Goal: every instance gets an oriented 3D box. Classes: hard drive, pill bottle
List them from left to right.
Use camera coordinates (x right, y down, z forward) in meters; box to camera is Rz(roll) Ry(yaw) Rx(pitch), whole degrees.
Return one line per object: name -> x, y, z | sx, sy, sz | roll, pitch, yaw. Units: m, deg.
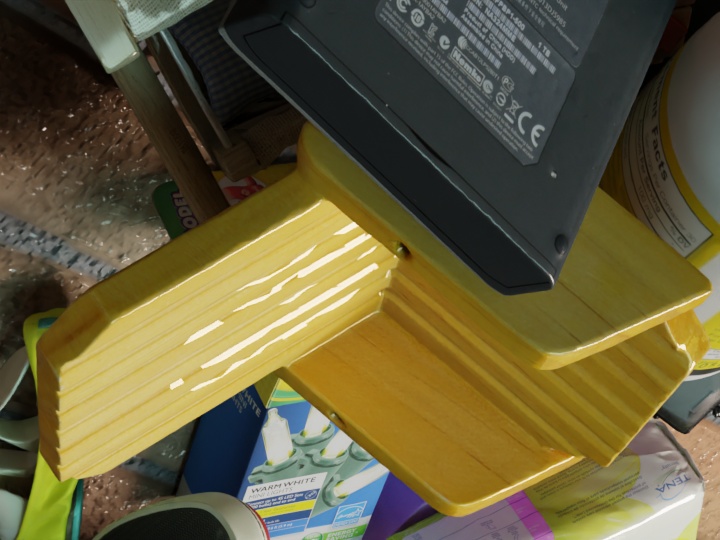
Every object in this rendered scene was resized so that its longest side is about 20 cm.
hard drive -> 0.050, -0.114, 0.626 | 0.139, 0.033, 0.201 | 41, 60, -28
pill bottle -> 0.154, -0.038, 0.723 | 0.111, 0.112, 0.200 | -16, 165, -23

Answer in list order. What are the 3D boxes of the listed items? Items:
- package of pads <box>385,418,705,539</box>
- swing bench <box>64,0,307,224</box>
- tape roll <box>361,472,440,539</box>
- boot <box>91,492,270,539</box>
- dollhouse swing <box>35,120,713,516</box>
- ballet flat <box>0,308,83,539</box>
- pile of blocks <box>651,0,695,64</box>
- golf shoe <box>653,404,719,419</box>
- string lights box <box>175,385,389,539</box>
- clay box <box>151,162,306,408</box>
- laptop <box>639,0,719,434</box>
package of pads -> 0.110, 0.184, 1.146 | 0.199, 0.068, 0.155 | -23, 144, -16
swing bench -> -0.021, -0.139, 0.741 | 0.198, 0.130, 0.200 | -31, 143, -3
tape roll -> 0.069, 0.155, 1.193 | 0.199, 0.066, 0.201 | -21, 142, -18
boot -> -0.087, 0.173, 1.003 | 0.144, 0.073, 0.200 | -1, 149, -49
dollhouse swing -> -0.001, 0.051, 0.727 | 0.176, 0.182, 0.200 | -46, 171, -24
ballet flat -> -0.163, 0.091, 0.955 | 0.067, 0.067, 0.201 | 9, 132, -16
pile of blocks -> 0.050, -0.091, 0.692 | 0.199, 0.062, 0.082 | 8, 123, -36
golf shoe -> 0.208, 0.036, 1.111 | 0.092, 0.073, 0.200 | -38, -178, -8
string lights box -> -0.028, 0.073, 1.031 | 0.102, 0.059, 0.201 | -8, 136, -30
clay box -> 0.000, 0.000, 0.923 | 0.199, 0.115, 0.048 | -8, 143, -29
laptop -> 0.138, -0.064, 0.890 | 0.200, 0.116, 0.187 | 36, 109, -23
